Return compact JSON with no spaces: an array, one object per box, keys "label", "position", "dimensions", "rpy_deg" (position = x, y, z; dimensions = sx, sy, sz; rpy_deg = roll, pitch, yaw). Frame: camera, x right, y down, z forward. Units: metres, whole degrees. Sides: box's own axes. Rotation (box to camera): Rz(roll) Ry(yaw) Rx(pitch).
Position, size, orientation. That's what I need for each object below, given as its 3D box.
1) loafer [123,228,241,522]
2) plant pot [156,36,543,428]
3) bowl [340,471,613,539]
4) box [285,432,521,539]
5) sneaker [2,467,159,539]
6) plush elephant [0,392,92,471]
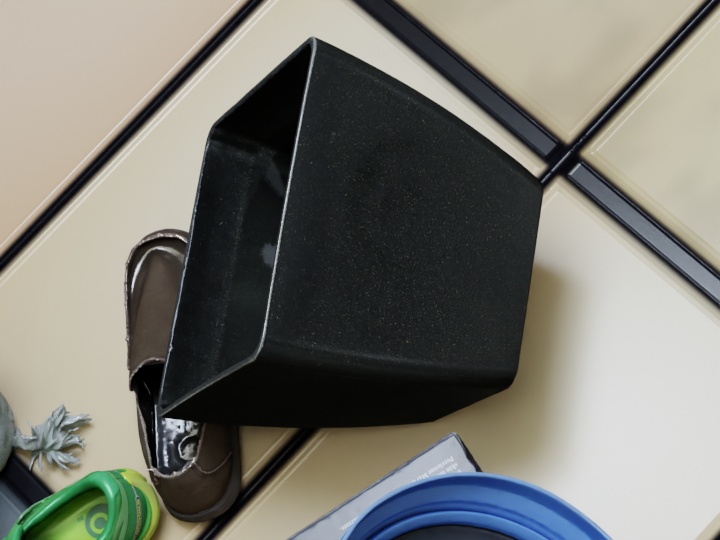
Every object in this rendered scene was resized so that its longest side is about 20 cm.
[{"label":"loafer","position":[-0.116,0.060,1.647],"dimensions":[0.073,0.071,0.201],"rpy_deg":[-15,68,8]},{"label":"plant pot","position":[0.000,0.000,1.566],"dimensions":[0.177,0.200,0.200],"rpy_deg":[16,71,-19]},{"label":"bowl","position":[0.069,0.205,1.359],"dimensions":[0.200,0.039,0.201],"rpy_deg":[11,54,-15]},{"label":"box","position":[0.026,0.231,1.471],"dimensions":[0.200,0.104,0.183],"rpy_deg":[-32,69,0]},{"label":"sneaker","position":[-0.217,0.196,1.616],"dimensions":[0.200,0.084,0.074],"rpy_deg":[-47,66,-1]},{"label":"plush elephant","position":[-0.290,0.100,1.630],"dimensions":[0.199,0.155,0.166],"rpy_deg":[-9,69,12]}]
